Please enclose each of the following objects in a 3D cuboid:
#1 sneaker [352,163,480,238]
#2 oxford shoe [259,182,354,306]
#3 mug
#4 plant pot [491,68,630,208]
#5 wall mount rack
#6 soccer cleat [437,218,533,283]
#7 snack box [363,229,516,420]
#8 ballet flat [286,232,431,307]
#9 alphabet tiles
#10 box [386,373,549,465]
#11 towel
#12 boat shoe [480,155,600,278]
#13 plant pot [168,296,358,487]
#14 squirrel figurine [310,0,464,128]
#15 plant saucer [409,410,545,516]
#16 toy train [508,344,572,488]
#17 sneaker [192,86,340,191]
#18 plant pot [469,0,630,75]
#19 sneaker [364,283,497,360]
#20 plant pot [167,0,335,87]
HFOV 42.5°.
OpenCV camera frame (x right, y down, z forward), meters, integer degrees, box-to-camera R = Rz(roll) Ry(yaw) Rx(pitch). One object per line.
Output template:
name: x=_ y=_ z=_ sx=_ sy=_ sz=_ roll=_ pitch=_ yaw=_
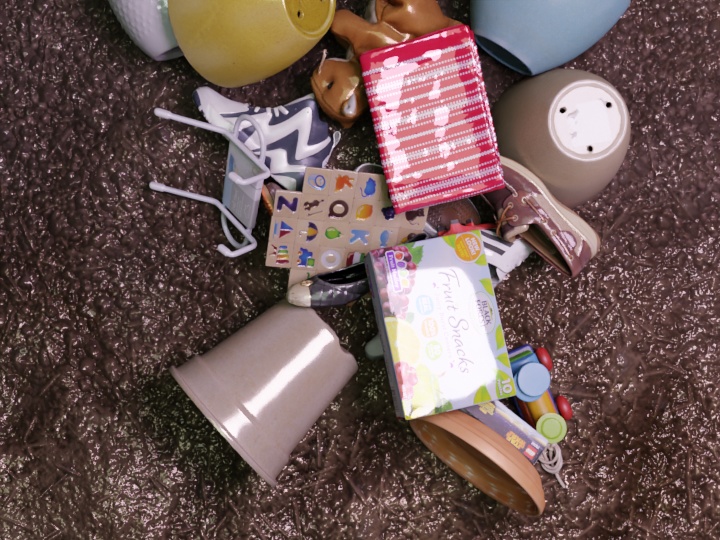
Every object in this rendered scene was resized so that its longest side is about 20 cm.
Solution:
sneaker: x=0.065 y=-0.088 z=1.230 sx=0.198 sy=0.085 sz=0.074 roll=22 pitch=74 yaw=-20
oxford shoe: x=-0.054 y=-0.048 z=1.217 sx=0.073 sy=0.071 sz=0.200 roll=-41 pitch=109 yaw=0
mug: x=-0.232 y=-0.376 z=1.193 sx=0.199 sy=0.147 sz=0.177 roll=-23 pitch=98 yaw=-29
plant pot: x=0.261 y=-0.173 z=1.153 sx=0.185 sy=0.200 sz=0.190 roll=0 pitch=91 yaw=0
wall mount rack: x=-0.191 y=-0.118 z=1.184 sx=0.174 sy=0.074 sz=0.201 roll=42 pitch=136 yaw=28
soccer cleat: x=0.189 y=-0.028 z=1.203 sx=0.198 sy=0.069 sz=0.086 roll=-7 pitch=81 yaw=-22
snack box: x=0.094 y=0.064 z=1.106 sx=0.141 sy=0.053 sz=0.202 roll=-11 pitch=84 yaw=-12
ballet flat: x=0.000 y=0.000 z=1.156 sx=0.198 sy=0.067 sz=0.057 roll=-17 pitch=120 yaw=-13
alphabet tiles: x=-0.017 y=-0.045 z=1.171 sx=0.198 sy=0.006 sz=0.168 roll=4 pitch=112 yaw=-14
box: x=0.132 y=0.175 z=1.191 sx=0.199 sy=0.137 sz=0.040 roll=38 pitch=75 yaw=0
towel: x=0.087 y=-0.182 z=1.116 sx=0.143 sy=0.022 sz=0.202 roll=-13 pitch=94 yaw=2
boat shoe: x=0.200 y=-0.067 z=1.147 sx=0.200 sy=0.072 sz=0.072 roll=41 pitch=65 yaw=4
plant pot: x=-0.111 y=0.137 z=1.181 sx=0.183 sy=0.200 sz=0.201 roll=-43 pitch=90 yaw=-10
squirrel figurine: x=0.038 y=-0.256 z=1.179 sx=0.199 sy=0.141 sz=0.188 roll=34 pitch=84 yaw=-7
plant saucer: x=0.151 y=0.234 z=1.169 sx=0.200 sy=0.200 sz=0.038 roll=39 pitch=74 yaw=0
toy train: x=0.242 y=0.201 z=1.202 sx=0.084 sy=0.116 sz=0.202 roll=-23 pitch=91 yaw=1
sneaker: x=-0.112 y=-0.203 z=1.217 sx=0.199 sy=0.079 sz=0.130 roll=40 pitch=90 yaw=0
plant pot: x=0.213 y=-0.325 z=1.154 sx=0.199 sy=0.200 sz=0.135 roll=33 pitch=95 yaw=0
sneaker: x=0.082 y=0.046 z=1.230 sx=0.199 sy=0.070 sz=0.081 roll=-35 pitch=84 yaw=-6
plant pot: x=-0.115 y=-0.328 z=1.131 sx=0.141 sy=0.199 sz=0.203 roll=6 pitch=91 yaw=37
